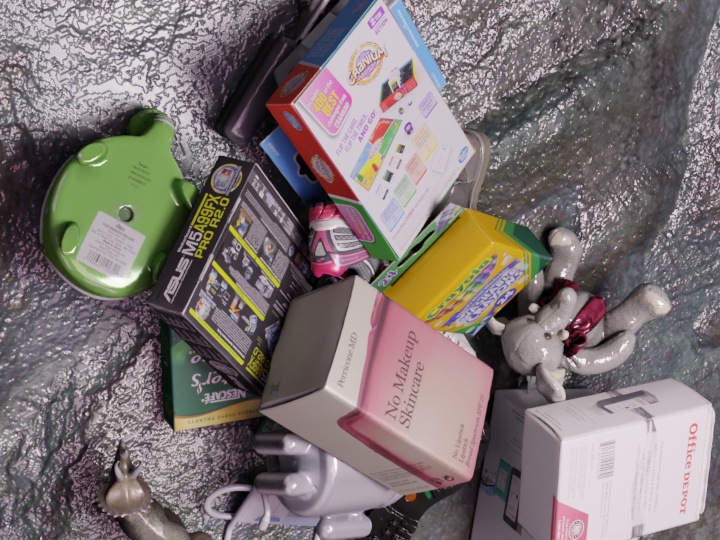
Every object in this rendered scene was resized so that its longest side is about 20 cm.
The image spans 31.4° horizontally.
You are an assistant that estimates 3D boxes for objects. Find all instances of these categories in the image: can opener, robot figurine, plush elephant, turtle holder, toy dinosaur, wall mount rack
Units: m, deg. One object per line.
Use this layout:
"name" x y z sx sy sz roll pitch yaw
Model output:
"can opener" -0.067 -0.209 1.293 0.066 0.053 0.201 31 91 -25
"robot figurine" -0.019 0.196 1.346 0.198 0.112 0.172 3 87 -42
"plush elephant" 0.218 0.063 1.440 0.201 0.164 0.154 -55 160 18
"turtle holder" -0.236 -0.065 1.208 0.139 0.131 0.188 -2 85 -27
"toy dinosaur" -0.220 0.261 1.328 0.077 0.102 0.201 -39 116 -10
"wall mount rack" -0.087 0.304 1.425 0.198 0.075 0.174 9 133 -26

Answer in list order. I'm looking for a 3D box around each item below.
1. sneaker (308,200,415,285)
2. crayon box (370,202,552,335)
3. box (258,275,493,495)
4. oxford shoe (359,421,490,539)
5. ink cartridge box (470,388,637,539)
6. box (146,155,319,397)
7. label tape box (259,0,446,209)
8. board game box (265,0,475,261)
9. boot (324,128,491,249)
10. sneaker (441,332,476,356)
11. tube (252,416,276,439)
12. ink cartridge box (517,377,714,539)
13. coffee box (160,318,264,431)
"sneaker" 0.000 0.000 1.308 0.200 0.080 0.076 36 54 -53
"crayon box" 0.107 0.004 1.318 0.126 0.052 0.199 -45 155 18
"box" 0.019 0.116 1.255 0.199 0.108 0.129 34 55 -29
"oxford shoe" 0.070 0.235 1.470 0.073 0.084 0.200 43 99 -6
"ink cartridge box" 0.238 0.260 1.519 0.145 0.146 0.203 1 105 -26
"box" -0.113 0.010 1.232 0.162 0.044 0.200 -66 152 -18
"label tape box" -0.019 -0.173 1.293 0.200 0.066 0.143 -46 143 -5
"board game box" 0.015 -0.134 1.212 0.154 0.040 0.201 -53 126 -26
"boot" 0.045 -0.073 1.333 0.199 0.072 0.184 -11 114 -50
"sneaker" 0.089 0.076 1.435 0.075 0.081 0.201 -35 115 -10
"tube" -0.042 0.115 1.401 0.077 0.050 0.201 35 88 -7
"ink cartridge box" 0.277 0.211 1.388 0.198 0.085 0.148 -8 112 -22
"coffee box" -0.147 0.061 1.338 0.121 0.044 0.203 -6 107 -25
